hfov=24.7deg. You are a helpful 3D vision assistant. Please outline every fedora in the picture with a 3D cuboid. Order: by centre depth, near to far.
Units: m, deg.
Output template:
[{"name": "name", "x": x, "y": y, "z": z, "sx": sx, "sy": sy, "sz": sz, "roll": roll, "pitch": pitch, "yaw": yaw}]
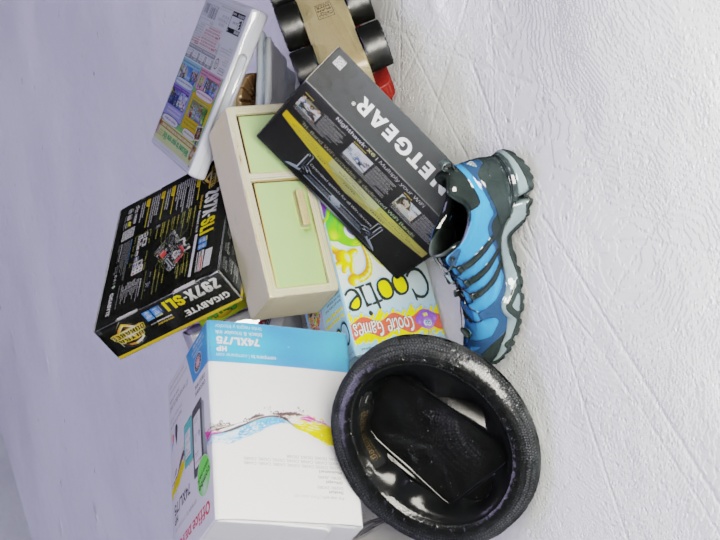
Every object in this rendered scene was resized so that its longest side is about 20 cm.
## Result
[{"name": "fedora", "x": 0.075, "y": 0.145, "z": 1.490, "sx": 0.092, "sy": 0.198, "sz": 0.203, "roll": -38, "pitch": -53, "yaw": -70}]

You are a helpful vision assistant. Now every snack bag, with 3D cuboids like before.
[{"name": "snack bag", "x": -0.089, "y": -0.145, "z": 1.798, "sx": 0.200, "sy": 0.021, "sz": 0.191, "roll": 45, "pitch": -135, "yaw": -80}]

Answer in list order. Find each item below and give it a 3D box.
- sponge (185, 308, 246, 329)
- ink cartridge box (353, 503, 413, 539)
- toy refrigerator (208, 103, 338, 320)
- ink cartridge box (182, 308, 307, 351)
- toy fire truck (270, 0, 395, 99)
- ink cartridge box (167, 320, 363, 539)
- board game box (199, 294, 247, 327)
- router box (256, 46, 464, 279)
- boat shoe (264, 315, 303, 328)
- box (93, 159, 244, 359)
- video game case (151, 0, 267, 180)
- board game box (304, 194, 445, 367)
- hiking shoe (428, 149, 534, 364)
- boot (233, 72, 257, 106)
[{"name": "sponge", "x": -0.155, "y": 0.019, "z": 1.807, "sx": 0.030, "sy": 0.198, "sz": 0.112, "roll": 64, "pitch": -157, "yaw": -20}, {"name": "ink cartridge box", "x": 0.012, "y": 0.282, "z": 1.658, "sx": 0.200, "sy": 0.145, "sz": 0.084, "roll": -129, "pitch": 38, "yaw": -50}, {"name": "toy refrigerator", "x": -0.086, "y": -0.060, "z": 1.616, "sx": 0.070, "sy": 0.075, "sz": 0.202, "roll": 133, "pitch": 127, "yaw": -59}, {"name": "ink cartridge box", "x": -0.092, "y": 0.131, "z": 1.793, "sx": 0.084, "sy": 0.145, "sz": 0.202, "roll": -177, "pitch": 64, "yaw": -78}, {"name": "toy fire truck", "x": -0.031, "y": -0.200, "z": 1.684, "sx": 0.201, "sy": 0.127, "sz": 0.177, "roll": 67, "pitch": -178, "yaw": -54}, {"name": "ink cartridge box", "x": -0.094, "y": 0.174, "z": 1.557, "sx": 0.147, "sy": 0.144, "sz": 0.202, "roll": 126, "pitch": 145, "yaw": -52}, {"name": "board game box", "x": -0.149, "y": -0.031, "z": 1.768, "sx": 0.048, "sy": 0.101, "sz": 0.201, "roll": 59, "pitch": -175, "yaw": -35}, {"name": "router box", "x": 0.008, "y": -0.096, "z": 1.539, "sx": 0.200, "sy": 0.052, "sz": 0.157, "roll": 45, "pitch": 155, "yaw": -5}, {"name": "boat shoe", "x": -0.104, "y": 0.133, "z": 1.715, "sx": 0.069, "sy": 0.056, "sz": 0.202, "roll": 33, "pitch": -116, "yaw": -64}, {"name": "box", "x": -0.188, "y": -0.019, "z": 1.694, "sx": 0.049, "sy": 0.158, "sz": 0.201, "roll": 51, "pitch": -155, "yaw": -33}, {"name": "video game case", "x": -0.165, "y": -0.202, "z": 1.765, "sx": 0.184, "sy": 0.022, "sz": 0.200, "roll": -68, "pitch": 23, "yaw": 7}, {"name": "board game box", "x": 0.000, "y": 0.000, "z": 1.656, "sx": 0.105, "sy": 0.102, "sz": 0.202, "roll": 136, "pitch": 123, "yaw": -60}, {"name": "hiking shoe", "x": 0.095, "y": -0.009, "z": 1.446, "sx": 0.074, "sy": 0.086, "sz": 0.202, "roll": -140, "pitch": 47, "yaw": -58}, {"name": "boot", "x": -0.148, "y": -0.175, "z": 1.828, "sx": 0.200, "sy": 0.106, "sz": 0.076, "roll": 60, "pitch": -143, "yaw": -83}]
